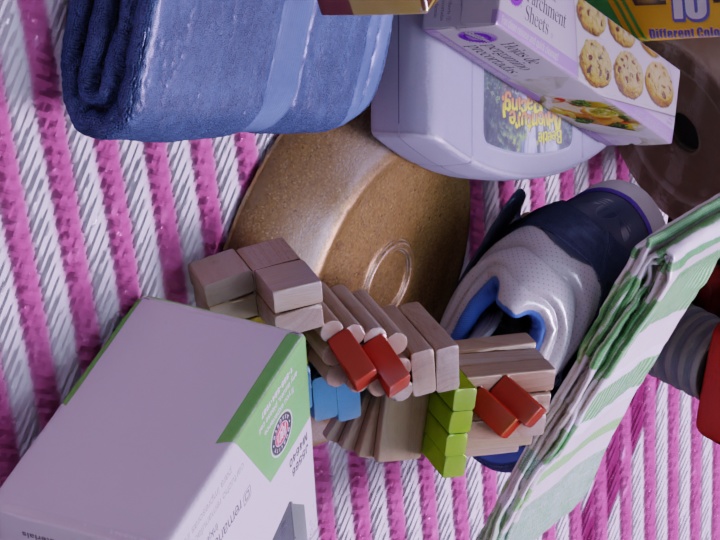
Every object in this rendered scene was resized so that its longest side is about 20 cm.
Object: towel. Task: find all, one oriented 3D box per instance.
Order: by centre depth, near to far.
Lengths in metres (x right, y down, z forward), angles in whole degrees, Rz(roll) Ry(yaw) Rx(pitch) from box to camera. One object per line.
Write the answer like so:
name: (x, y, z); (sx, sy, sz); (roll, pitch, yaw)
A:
towel: (-0.050, -0.110, 1.223); (0.200, 0.048, 0.112); (-9, 115, -60)
towel: (0.128, 0.053, 1.475); (0.152, 0.023, 0.201); (-29, 149, -61)

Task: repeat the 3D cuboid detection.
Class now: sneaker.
sneaker: (0.067, 0.049, 1.478); (0.146, 0.081, 0.200); (-33, 159, -47)

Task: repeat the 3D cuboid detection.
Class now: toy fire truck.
toy fire truck: (0.175, 0.028, 1.605); (0.199, 0.176, 0.129); (-13, 122, -40)

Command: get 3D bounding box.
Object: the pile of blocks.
pile of blocks: (0.008, 0.052, 1.331); (0.199, 0.062, 0.082); (22, 104, -31)

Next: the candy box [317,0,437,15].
candy box: (0.033, -0.205, 1.237); (0.200, 0.056, 0.117); (-52, 134, -44)

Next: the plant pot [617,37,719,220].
plant pot: (0.235, -0.107, 1.608); (0.173, 0.200, 0.201); (-28, 135, -29)

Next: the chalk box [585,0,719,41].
chalk box: (0.175, -0.219, 1.432); (0.125, 0.123, 0.201); (-27, 115, -57)

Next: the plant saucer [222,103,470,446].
plant saucer: (0.000, 0.000, 1.403); (0.200, 0.035, 0.201); (-39, 141, -42)

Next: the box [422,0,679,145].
box: (0.092, -0.102, 1.375); (0.200, 0.039, 0.042); (27, 66, -58)

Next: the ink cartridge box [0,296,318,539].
ink cartridge box: (-0.081, 0.137, 1.277); (0.146, 0.084, 0.201); (-58, 153, -46)

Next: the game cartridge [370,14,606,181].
game cartridge: (0.066, -0.110, 1.404); (0.200, 0.041, 0.134); (-4, 99, -60)
